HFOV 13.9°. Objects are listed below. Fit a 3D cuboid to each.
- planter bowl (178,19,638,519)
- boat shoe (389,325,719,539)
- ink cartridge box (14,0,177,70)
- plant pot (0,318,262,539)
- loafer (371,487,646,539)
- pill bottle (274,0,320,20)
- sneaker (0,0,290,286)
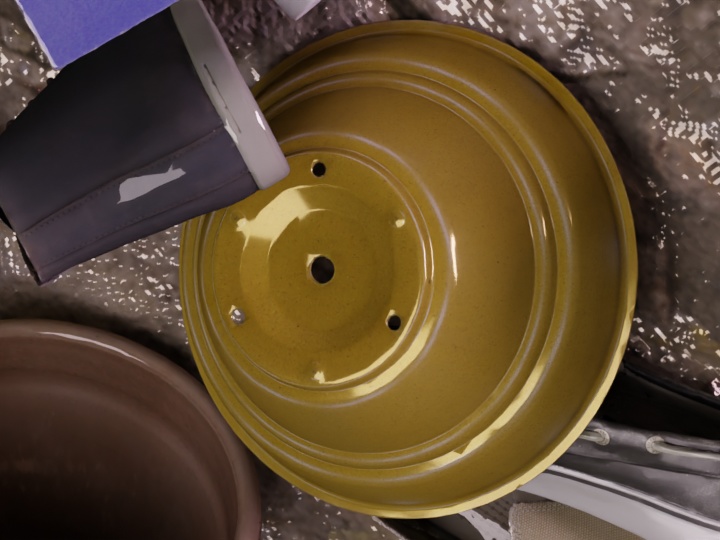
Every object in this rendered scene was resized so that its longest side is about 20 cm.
[{"bbox_3d":[0.000,0.000,1.143,0.200,0.083,0.200,0,91,24],"label":"planter bowl"},{"bbox_3d":[0.083,0.054,1.191,0.200,0.071,0.064,19,121,11],"label":"boat shoe"},{"bbox_3d":[-0.075,-0.205,1.028,0.198,0.047,0.200,-31,91,0],"label":"ink cartridge box"},{"bbox_3d":[-0.150,0.150,1.307,0.200,0.200,0.175,26,142,14],"label":"plant pot"},{"bbox_3d":[0.080,0.120,1.224,0.200,0.068,0.076,27,126,13],"label":"loafer"},{"bbox_3d":[-0.066,-0.191,1.105,0.200,0.111,0.111,47,128,-3],"label":"pill bottle"},{"bbox_3d":[-0.101,-0.065,1.134,0.106,0.200,0.075,-27,112,-2],"label":"sneaker"}]
